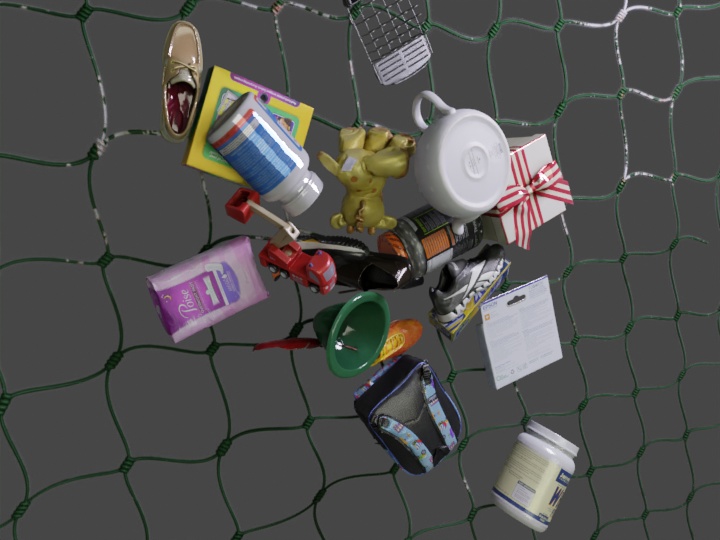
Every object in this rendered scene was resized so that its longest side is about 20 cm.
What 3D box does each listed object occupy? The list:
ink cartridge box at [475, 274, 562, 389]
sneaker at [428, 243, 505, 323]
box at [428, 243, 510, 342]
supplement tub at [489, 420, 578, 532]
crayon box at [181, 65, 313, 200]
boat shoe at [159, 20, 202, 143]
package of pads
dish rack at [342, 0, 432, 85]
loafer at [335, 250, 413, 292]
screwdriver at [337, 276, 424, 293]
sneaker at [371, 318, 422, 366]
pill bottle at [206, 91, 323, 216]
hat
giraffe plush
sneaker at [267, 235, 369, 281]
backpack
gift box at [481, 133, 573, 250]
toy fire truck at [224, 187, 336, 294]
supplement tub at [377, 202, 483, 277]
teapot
[{"bbox_3d":[0.353,0.135,1.565,0.195,0.040,0.206,-19,104,-21],"label":"ink cartridge box"},{"bbox_3d":[0.211,0.007,1.399,0.200,0.066,0.091,-45,118,-9],"label":"sneaker"},{"bbox_3d":[0.230,0.047,1.470,0.070,0.065,0.201,38,79,18],"label":"box"},{"bbox_3d":[0.392,0.460,1.570,0.143,0.144,0.204,31,84,-24],"label":"supplement tub"},{"bbox_3d":[-0.200,-0.240,1.249,0.195,0.058,0.178,17,91,-26],"label":"crayon box"},{"bbox_3d":[-0.301,-0.321,1.186,0.072,0.066,0.207,2,96,-25],"label":"boat shoe"},{"bbox_3d":[-0.270,0.030,1.244,0.196,0.075,0.124,-25,104,-20],"label":"package of pads"},{"bbox_3d":[0.061,-0.469,1.342,0.151,0.054,0.204,-33,109,-16],"label":"dish rack"},{"bbox_3d":[0.000,0.000,1.315,0.194,0.071,0.075,1,113,20],"label":"loafer"},{"bbox_3d":[0.042,0.027,1.415,0.194,0.028,0.030,-3,68,-24],"label":"screwdriver"},{"bbox_3d":[0.048,0.157,1.408,0.196,0.077,0.075,-24,105,-22],"label":"sneaker"},{"bbox_3d":[-0.156,-0.190,1.183,0.113,0.112,0.200,-48,114,-11],"label":"pill bottle"},{"bbox_3d":[-0.067,0.096,1.330,0.197,0.173,0.171,-4,110,-48],"label":"hat"},{"bbox_3d":[0.013,-0.157,1.315,0.200,0.169,0.166,-45,142,-44],"label":"giraffe plush"},{"bbox_3d":[-0.077,-0.014,1.298,0.193,0.070,0.093,3,104,11],"label":"sneaker"},{"bbox_3d":[0.102,0.298,1.419,0.182,0.134,0.202,-41,111,-14],"label":"backpack"},{"bbox_3d":[0.309,-0.158,1.426,0.182,0.186,0.204,-32,108,-17],"label":"gift box"},{"bbox_3d":[-0.132,-0.049,1.198,0.049,0.196,0.143,-53,156,-31],"label":"toy fire truck"},{"bbox_3d":[0.137,-0.066,1.394,0.196,0.122,0.126,-26,107,-19],"label":"supplement tub"},{"bbox_3d":[0.165,-0.193,1.266,0.193,0.145,0.206,20,83,-29],"label":"teapot"}]
